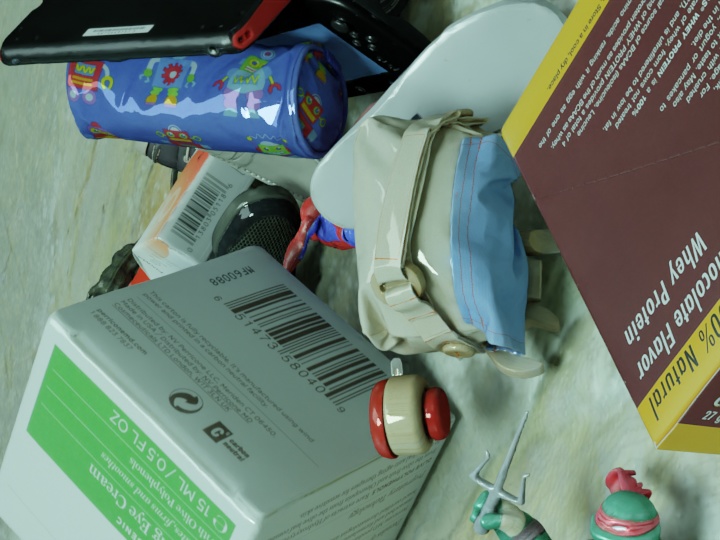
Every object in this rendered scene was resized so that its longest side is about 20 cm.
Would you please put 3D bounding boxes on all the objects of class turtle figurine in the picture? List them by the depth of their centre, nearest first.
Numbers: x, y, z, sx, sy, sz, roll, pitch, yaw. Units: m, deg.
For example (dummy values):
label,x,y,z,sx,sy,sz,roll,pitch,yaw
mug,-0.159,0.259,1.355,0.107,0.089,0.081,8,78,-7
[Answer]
label,x,y,z,sx,sy,sz,roll,pitch,yaw
turtle figurine,0.114,0.179,0.789,0.150,0.100,0.201,-113,23,-66

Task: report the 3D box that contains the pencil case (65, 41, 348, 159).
label,x,y,z,sx,sy,sz,roll,pitch,yaw
pencil case,-0.106,-0.124,1.066,0.199,0.078,0.087,8,73,26

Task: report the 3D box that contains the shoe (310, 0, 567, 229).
label,x,y,z,sx,sy,sz,roll,pitch,yaw
shoe,0.053,-0.109,0.998,0.200,0.072,0.091,-39,9,23

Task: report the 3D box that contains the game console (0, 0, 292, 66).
label,x,y,z,sx,sy,sz,roll,pitch,yaw
game console,-0.126,-0.191,1.065,0.199,0.031,0.177,1,41,29

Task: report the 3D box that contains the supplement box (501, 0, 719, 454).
label,x,y,z,sx,sy,sz,roll,pitch,yaw
supplement box,0.188,-0.057,0.668,0.198,0.132,0.201,-60,35,35

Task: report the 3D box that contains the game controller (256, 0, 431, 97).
label,x,y,z,sx,sy,sz,roll,pitch,yaw
game controller,-0.028,-0.156,1.099,0.042,0.104,0.200,-57,25,-17

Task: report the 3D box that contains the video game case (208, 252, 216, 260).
label,x,y,z,sx,sy,sz,roll,pitch,yaw
video game case,-0.164,0.044,1.350,0.200,0.023,0.183,-159,88,-74

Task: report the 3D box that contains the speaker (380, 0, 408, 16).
label,x,y,z,sx,sy,sz,roll,pitch,yaw
speaker,-0.044,-0.206,1.195,0.200,0.081,0.082,-7,78,61

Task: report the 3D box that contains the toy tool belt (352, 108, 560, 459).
label,x,y,z,sx,sy,sz,roll,pitch,yaw
toy tool belt,0.064,0.005,0.904,0.122,0.125,0.201,-5,81,17

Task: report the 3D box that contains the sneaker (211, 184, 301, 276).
label,x,y,z,sx,sy,sz,roll,pitch,yaw
sneaker,-0.072,0.034,1.186,0.114,0.076,0.200,-117,32,-40

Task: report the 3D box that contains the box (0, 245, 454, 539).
label,x,y,z,sx,sy,sz,roll,pitch,yaw
box,-0.091,0.123,1.011,0.199,0.200,0.172,40,126,24

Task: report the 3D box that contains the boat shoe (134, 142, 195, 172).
label,x,y,z,sx,sy,sz,roll,pitch,yaw
boat shoe,-0.128,-0.175,1.385,0.200,0.063,0.073,-58,-2,19

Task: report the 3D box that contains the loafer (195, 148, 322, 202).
label,x,y,z,sx,sy,sz,roll,pitch,yaw
loafer,-0.097,-0.106,1.165,0.070,0.199,0.070,-58,-1,40

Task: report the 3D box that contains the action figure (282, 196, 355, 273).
label,x,y,z,sx,sy,sz,roll,pitch,yaw
action figure,0.000,0.000,1.077,0.200,0.065,0.099,20,93,61

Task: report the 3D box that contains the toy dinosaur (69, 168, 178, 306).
label,x,y,z,sx,sy,sz,roll,pitch,yaw
toy dinosaur,-0.208,0.000,1.409,0.200,0.047,0.088,-60,-10,-32

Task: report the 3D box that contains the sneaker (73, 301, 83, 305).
label,x,y,z,sx,sy,sz,roll,pitch,yaw
sneaker,-0.166,0.054,1.148,0.200,0.076,0.081,59,-140,-65

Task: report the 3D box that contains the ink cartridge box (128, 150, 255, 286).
label,x,y,z,sx,sy,sz,roll,pitch,yaw
ink cartridge box,-0.139,-0.070,1.295,0.163,0.050,0.200,-60,20,-17
